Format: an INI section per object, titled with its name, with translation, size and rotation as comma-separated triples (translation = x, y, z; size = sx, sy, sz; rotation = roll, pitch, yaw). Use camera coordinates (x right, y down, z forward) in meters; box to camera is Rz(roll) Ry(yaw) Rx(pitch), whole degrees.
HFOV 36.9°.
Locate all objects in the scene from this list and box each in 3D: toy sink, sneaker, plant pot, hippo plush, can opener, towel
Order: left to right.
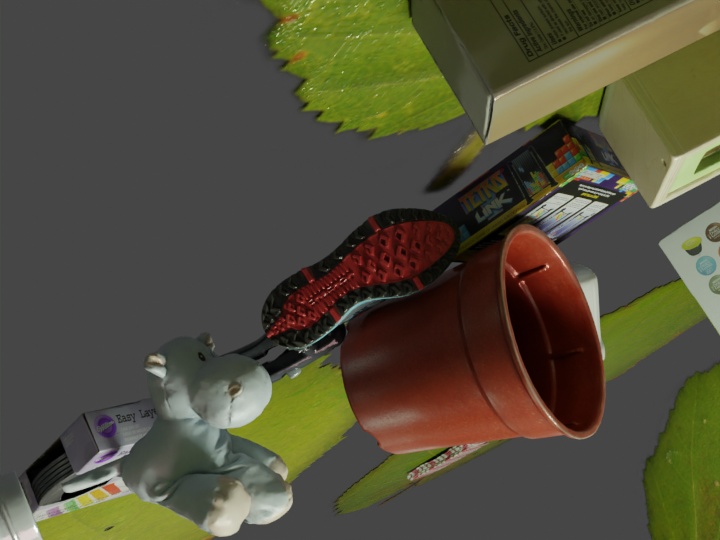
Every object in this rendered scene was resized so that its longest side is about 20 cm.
[hippo plush]
translation = -0.148, 0.141, 1.026
size = 0.200, 0.161, 0.159
rotation = 12, -172, 23
[can opener]
translation = -0.102, 0.094, 1.099
size = 0.200, 0.063, 0.079
rotation = -31, 163, 7
[sneaker]
translation = 0.000, 0.000, 1.009
size = 0.200, 0.079, 0.096
rotation = -27, -179, 7
[towel]
translation = 0.227, 0.485, 2.802
size = 0.200, 0.030, 0.146
rotation = -33, 163, 23
[plant pot]
translation = 0.099, 0.081, 1.023
size = 0.195, 0.201, 0.201
rotation = -20, 169, 30
[toy sink]
translation = 0.332, -0.159, 0.970
size = 0.200, 0.112, 0.130
rotation = -28, 163, -3

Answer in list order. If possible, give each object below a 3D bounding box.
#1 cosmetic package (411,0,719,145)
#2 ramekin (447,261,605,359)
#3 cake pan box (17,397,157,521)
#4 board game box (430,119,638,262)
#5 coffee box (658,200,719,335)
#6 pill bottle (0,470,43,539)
[cosmetic package]
translation = 0.140, -0.171, 0.653
size = 0.200, 0.105, 0.071
rotation = -25, 163, -5
[ramekin]
translation = 0.169, 0.045, 1.189
size = 0.200, 0.098, 0.200
rotation = 0, -171, 0
[cake pan box]
translation = -0.262, 0.199, 1.176
size = 0.200, 0.052, 0.184
rotation = -6, 150, -51
[board game box]
translation = 0.179, -0.071, 1.081
size = 0.165, 0.057, 0.200
rotation = -34, 163, 24
[coffee box]
translation = 0.611, -0.011, 1.684
size = 0.200, 0.198, 0.200
rotation = -35, 164, 16
[pill bottle]
translation = -0.413, 0.268, 1.028
size = 0.200, 0.112, 0.112
rotation = -22, 162, -20
